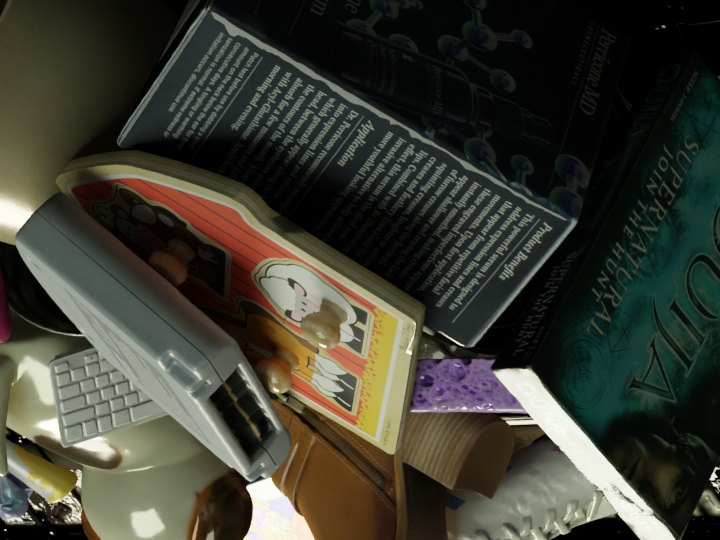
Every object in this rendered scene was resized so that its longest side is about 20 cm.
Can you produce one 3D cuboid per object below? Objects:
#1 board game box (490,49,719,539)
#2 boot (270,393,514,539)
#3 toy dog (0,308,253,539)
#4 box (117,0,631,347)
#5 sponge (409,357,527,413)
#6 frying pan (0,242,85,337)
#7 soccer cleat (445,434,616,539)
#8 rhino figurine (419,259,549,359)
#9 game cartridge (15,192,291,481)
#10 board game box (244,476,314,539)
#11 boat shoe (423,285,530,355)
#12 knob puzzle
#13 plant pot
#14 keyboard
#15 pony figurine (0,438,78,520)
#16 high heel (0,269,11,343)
[{"bbox_3d":[0.150,0.012,1.370,0.028,0.200,0.135,-4,137,47],"label":"board game box"},{"bbox_3d":[-0.013,0.139,1.619,0.155,0.200,0.074,26,173,40],"label":"boot"},{"bbox_3d":[-0.130,0.082,1.634,0.139,0.194,0.200,-11,124,27],"label":"toy dog"},{"bbox_3d":[0.009,-0.086,1.355,0.200,0.149,0.107,30,133,-10],"label":"box"},{"bbox_3d":[0.111,0.060,1.456,0.111,0.030,0.200,-3,177,33],"label":"sponge"},{"bbox_3d":[-0.176,-0.021,1.559,0.190,0.115,0.031,22,149,21],"label":"frying pan"},{"bbox_3d":[0.091,0.142,1.642,0.200,0.086,0.070,-13,132,19],"label":"soccer cleat"},{"bbox_3d":[0.043,0.027,1.490,0.060,0.200,0.087,59,143,20],"label":"rhino figurine"},{"bbox_3d":[-0.103,0.032,1.392,0.133,0.040,0.200,36,170,17],"label":"game cartridge"},{"bbox_3d":[-0.026,0.160,1.794,0.134,0.045,0.200,40,141,-22],"label":"board game box"},{"bbox_3d":[0.015,-0.039,1.437,0.200,0.067,0.057,47,151,23],"label":"boat shoe"},{"bbox_3d":[-0.066,0.011,1.356,0.219,0.030,0.220,30,159,13],"label":"knob puzzle"},{"bbox_3d":[-0.150,-0.084,1.458,0.200,0.188,0.187,32,146,-33],"label":"plant pot"},{"bbox_3d":[-0.077,0.045,1.576,0.011,0.200,0.056,37,140,57],"label":"keyboard"},{"bbox_3d":[-0.255,0.064,1.735,0.193,0.167,0.200,-39,112,17],"label":"pony figurine"},{"bbox_3d":[-0.242,-0.041,1.553,0.067,0.200,0.096,-29,130,8],"label":"high heel"}]
